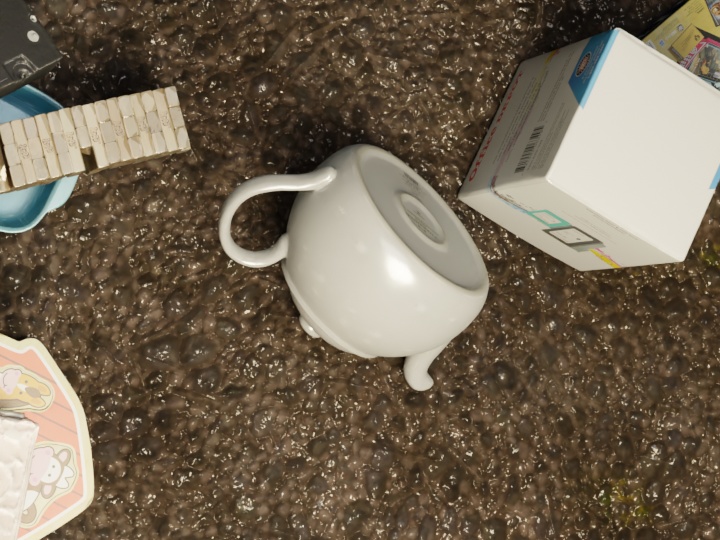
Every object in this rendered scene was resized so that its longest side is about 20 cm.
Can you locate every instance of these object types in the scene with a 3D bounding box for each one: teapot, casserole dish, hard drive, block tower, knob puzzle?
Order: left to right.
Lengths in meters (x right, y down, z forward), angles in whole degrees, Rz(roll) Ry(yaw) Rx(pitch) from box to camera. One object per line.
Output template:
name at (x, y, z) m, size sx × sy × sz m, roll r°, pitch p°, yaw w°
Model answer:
hard drive at (-0.349, -0.221, 1.629) m, size 0.201 × 0.038 × 0.139 m, roll 55°, pitch 45°, yaw -1°
casserole dish at (-0.328, -0.111, 1.671) m, size 0.199 × 0.039 × 0.122 m, roll 26°, pitch 80°, yaw -14°
knob puzzle at (-0.308, 0.147, 1.668) m, size 0.217 × 0.030 × 0.222 m, roll 1°, pitch 87°, yaw -18°
block tower at (-0.235, -0.104, 1.653) m, size 0.198 × 0.058 × 0.055 m, roll -15°, pitch 92°, yaw -20°
teapot at (0.000, 0.000, 1.716) m, size 0.146 × 0.197 × 0.201 m, roll -41°, pitch 76°, yaw 20°

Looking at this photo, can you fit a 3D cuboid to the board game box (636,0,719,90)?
board game box at (0.351, -0.207, 1.899) m, size 0.200 × 0.035 × 0.136 m, roll -39°, pitch 99°, yaw -16°

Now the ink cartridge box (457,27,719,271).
ink cartridge box at (0.205, -0.099, 1.759) m, size 0.145 × 0.200 × 0.148 m, roll 29°, pitch 79°, yaw -16°

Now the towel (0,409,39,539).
towel at (-0.371, 0.192, 1.621) m, size 0.198 × 0.032 × 0.193 m, roll 11°, pitch 100°, yaw -17°
